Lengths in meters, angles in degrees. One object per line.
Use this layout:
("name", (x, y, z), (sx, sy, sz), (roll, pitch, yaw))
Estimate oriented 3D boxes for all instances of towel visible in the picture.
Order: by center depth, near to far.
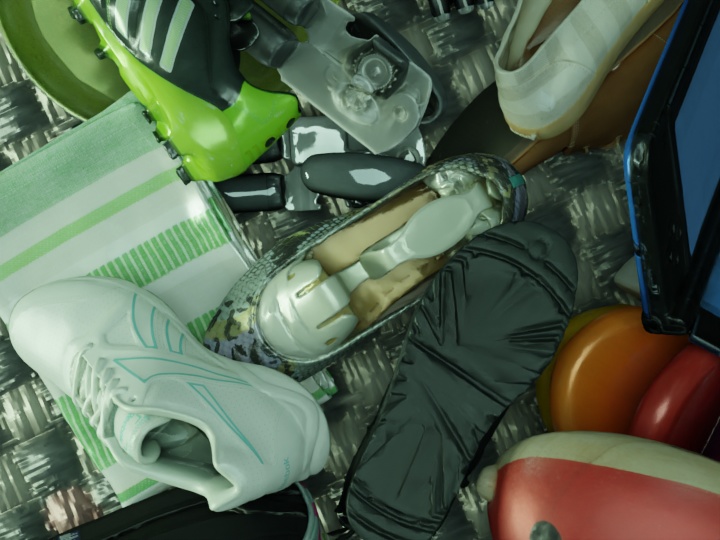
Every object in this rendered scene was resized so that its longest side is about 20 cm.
("towel", (-0.123, 0.017, 1.399), (0.152, 0.023, 0.201), (-30, 97, 16))

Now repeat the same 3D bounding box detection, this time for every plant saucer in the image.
("plant saucer", (-0.108, -0.169, 1.419), (0.198, 0.031, 0.202), (0, 84, -1))

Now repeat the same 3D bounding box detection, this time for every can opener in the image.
("can opener", (-0.040, -0.139, 1.383), (0.200, 0.067, 0.053), (39, 109, 11))
("can opener", (-0.059, -0.059, 1.409), (0.198, 0.066, 0.053), (-3, 87, 6))

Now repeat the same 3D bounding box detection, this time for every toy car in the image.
("toy car", (0.188, 0.089, 1.357), (0.199, 0.150, 0.176), (27, 88, 1))

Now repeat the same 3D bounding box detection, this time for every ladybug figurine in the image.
("ladybug figurine", (0.149, 0.149, 1.280), (0.199, 0.136, 0.072), (19, 51, 5))

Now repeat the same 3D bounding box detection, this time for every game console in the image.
("game console", (0.223, -0.050, 1.330), (0.117, 0.201, 0.172), (4, 131, 21))

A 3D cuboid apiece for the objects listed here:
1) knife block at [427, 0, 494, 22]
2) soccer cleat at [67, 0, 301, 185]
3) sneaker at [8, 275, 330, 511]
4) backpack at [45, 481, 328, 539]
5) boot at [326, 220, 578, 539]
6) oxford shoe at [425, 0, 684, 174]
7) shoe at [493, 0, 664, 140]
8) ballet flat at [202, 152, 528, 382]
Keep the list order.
("knife block", (0.030, -0.243, 1.409), (0.199, 0.064, 0.176), (28, 88, 1))
("soccer cleat", (-0.104, -0.135, 1.343), (0.081, 0.068, 0.201), (-33, 70, -6))
("sneaker", (-0.115, 0.062, 1.337), (0.199, 0.080, 0.071), (25, 122, 26))
("backpack", (-0.099, 0.194, 1.346), (0.199, 0.178, 0.151), (-28, 111, -4))
("boot", (0.047, 0.068, 1.353), (0.073, 0.162, 0.199), (28, 88, 2))
("oxford shoe", (0.117, -0.086, 1.407), (0.200, 0.071, 0.071), (-39, 123, 7))
("shoe", (0.130, -0.163, 1.359), (0.070, 0.053, 0.201), (14, 66, 42))
("ballet flat", (0.000, 0.000, 1.340), (0.200, 0.072, 0.072), (-32, 89, 1))
